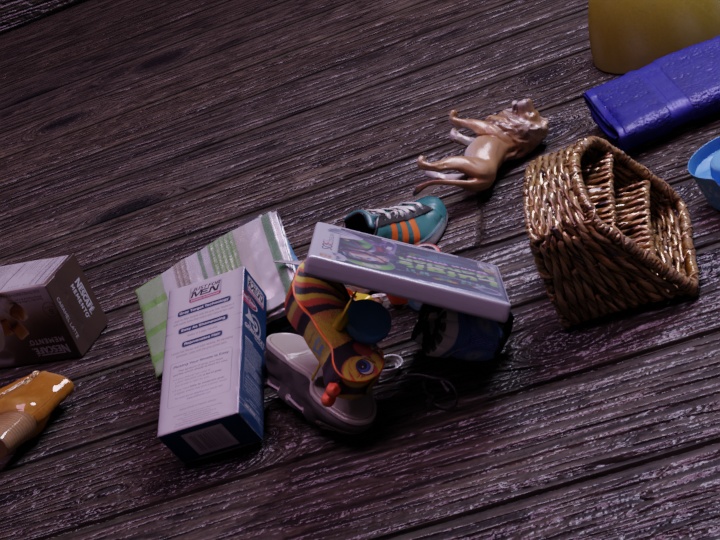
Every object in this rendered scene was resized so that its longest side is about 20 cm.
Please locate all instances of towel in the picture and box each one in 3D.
[{"bbox_3d":[0.389,-0.215,1.877,0.199,0.050,0.148,-23,32,1],"label":"towel"},{"bbox_3d":[-0.163,0.030,1.767,0.200,0.031,0.149,-29,48,11],"label":"towel"}]

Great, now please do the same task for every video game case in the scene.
[{"bbox_3d":[0.046,-0.001,1.514,0.199,0.023,0.182,14,12,-2],"label":"video game case"}]

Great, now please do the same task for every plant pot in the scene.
[{"bbox_3d":[0.394,-0.380,2.076,0.199,0.142,0.200,-19,26,10],"label":"plant pot"}]

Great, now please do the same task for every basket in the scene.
[{"bbox_3d":[0.256,-0.059,1.568,0.149,0.143,0.200,-16,26,18],"label":"basket"}]

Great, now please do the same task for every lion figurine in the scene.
[{"bbox_3d":[0.154,-0.144,1.915,0.122,0.073,0.200,18,51,17],"label":"lion figurine"}]

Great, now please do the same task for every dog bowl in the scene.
[{"bbox_3d":[0.440,-0.101,1.599,0.111,0.050,0.200,-38,29,-26],"label":"dog bowl"}]

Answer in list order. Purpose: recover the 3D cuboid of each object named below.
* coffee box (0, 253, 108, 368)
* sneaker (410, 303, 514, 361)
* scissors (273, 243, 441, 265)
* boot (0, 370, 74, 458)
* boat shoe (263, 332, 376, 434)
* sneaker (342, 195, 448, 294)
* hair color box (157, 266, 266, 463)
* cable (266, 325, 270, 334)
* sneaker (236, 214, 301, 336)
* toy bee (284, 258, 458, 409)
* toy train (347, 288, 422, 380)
[{"bbox_3d":[-0.448,0.058,2.000,0.199,0.115,0.080,-8,29,29],"label":"coffee box"},{"bbox_3d":[0.106,0.057,1.567,0.089,0.079,0.200,18,11,-7],"label":"sneaker"},{"bbox_3d":[0.000,0.000,1.691,0.199,0.014,0.073,-4,41,3],"label":"scissors"},{"bbox_3d":[-0.452,0.177,1.838,0.201,0.071,0.144,-5,25,30],"label":"boot"},{"bbox_3d":[-0.042,0.129,1.575,0.067,0.057,0.200,-7,27,-28],"label":"boat shoe"},{"bbox_3d":[0.031,-0.048,1.816,0.071,0.080,0.200,4,34,44],"label":"sneaker"},{"bbox_3d":[-0.157,0.100,1.641,0.100,0.061,0.200,-17,47,18],"label":"hair color box"},{"bbox_3d":[-0.148,0.035,1.849,0.097,0.050,0.200,-18,28,12],"label":"cable"},{"bbox_3d":[-0.084,0.023,1.800,0.075,0.087,0.200,-26,48,2],"label":"sneaker"},{"bbox_3d":[-0.013,0.076,1.481,0.200,0.131,0.109,29,46,31],"label":"toy bee"},{"bbox_3d":[0.014,0.046,1.681,0.150,0.056,0.200,-11,28,28],"label":"toy train"}]
